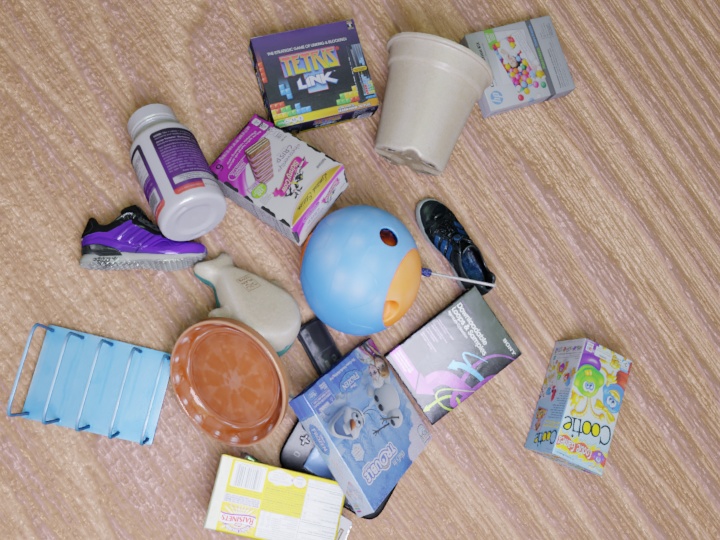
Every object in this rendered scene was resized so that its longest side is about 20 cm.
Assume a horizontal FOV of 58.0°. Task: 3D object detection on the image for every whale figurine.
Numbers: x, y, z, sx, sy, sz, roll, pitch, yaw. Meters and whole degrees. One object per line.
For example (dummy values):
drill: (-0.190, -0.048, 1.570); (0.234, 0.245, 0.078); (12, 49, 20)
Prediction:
whale figurine: (-0.187, 0.063, 1.042); (0.199, 0.105, 0.158); (41, 39, 16)

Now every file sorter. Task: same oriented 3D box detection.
file sorter: (-0.390, 0.169, 0.954); (0.195, 0.123, 0.143); (15, 78, -11)

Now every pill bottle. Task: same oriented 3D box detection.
pill bottle: (-0.296, -0.159, 1.023); (0.109, 0.112, 0.203); (-23, 68, -16)

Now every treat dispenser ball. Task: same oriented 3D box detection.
treat dispenser ball: (0.000, 0.000, 1.037); (0.195, 0.201, 0.207); (2, 80, -13)

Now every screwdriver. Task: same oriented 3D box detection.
screwdriver: (0.138, 0.008, 1.119); (0.195, 0.029, 0.029); (12, 100, 18)

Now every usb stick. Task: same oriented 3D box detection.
usb stick: (-0.042, 0.174, 1.084); (0.055, 0.032, 0.203); (-28, 88, -30)

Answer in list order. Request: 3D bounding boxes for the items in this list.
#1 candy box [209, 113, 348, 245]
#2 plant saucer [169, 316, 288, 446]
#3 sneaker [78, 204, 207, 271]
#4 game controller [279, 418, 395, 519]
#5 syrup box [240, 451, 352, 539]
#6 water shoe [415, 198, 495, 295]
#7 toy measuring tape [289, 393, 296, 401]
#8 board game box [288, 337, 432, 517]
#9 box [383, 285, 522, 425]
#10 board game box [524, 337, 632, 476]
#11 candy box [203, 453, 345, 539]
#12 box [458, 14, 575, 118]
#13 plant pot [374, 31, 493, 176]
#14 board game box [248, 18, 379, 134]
candy box: (-0.136, -0.151, 1.060); (0.198, 0.061, 0.137); (32, 73, 22)
plant saucer: (-0.195, 0.165, 0.973); (0.195, 0.032, 0.206); (7, 110, 19)
sneaker: (-0.343, -0.054, 1.031); (0.194, 0.070, 0.103); (0, 78, -14)
game controller: (-0.033, 0.317, 1.058); (0.197, 0.042, 0.106); (33, 75, -6)
syrup box: (-0.117, 0.371, 1.008); (0.197, 0.079, 0.083); (33, 74, -6)
water shoe: (0.175, -0.049, 1.151); (0.071, 0.079, 0.202); (-35, 90, -17)
toy measuring tape: (-0.148, 0.205, 1.027); (0.197, 0.074, 0.075); (32, 75, 5)
board game box: (0.007, 0.239, 1.027); (0.202, 0.043, 0.199); (58, 38, -1)
box: (0.158, 0.143, 1.111); (0.198, 0.036, 0.144); (-38, 90, -1)
board game box: (0.382, 0.237, 1.140); (0.101, 0.105, 0.205); (24, 76, -9)
candy box: (-0.122, 0.344, 0.956); (0.195, 0.026, 0.105); (17, 78, -11)
box: (0.304, -0.397, 1.263); (0.195, 0.041, 0.160); (-17, 85, -15)
plant pot: (0.110, -0.276, 1.129); (0.196, 0.200, 0.188); (20, 87, -9)
board game box: (-0.082, -0.340, 1.151); (0.195, 0.057, 0.170); (-17, 86, -16)
